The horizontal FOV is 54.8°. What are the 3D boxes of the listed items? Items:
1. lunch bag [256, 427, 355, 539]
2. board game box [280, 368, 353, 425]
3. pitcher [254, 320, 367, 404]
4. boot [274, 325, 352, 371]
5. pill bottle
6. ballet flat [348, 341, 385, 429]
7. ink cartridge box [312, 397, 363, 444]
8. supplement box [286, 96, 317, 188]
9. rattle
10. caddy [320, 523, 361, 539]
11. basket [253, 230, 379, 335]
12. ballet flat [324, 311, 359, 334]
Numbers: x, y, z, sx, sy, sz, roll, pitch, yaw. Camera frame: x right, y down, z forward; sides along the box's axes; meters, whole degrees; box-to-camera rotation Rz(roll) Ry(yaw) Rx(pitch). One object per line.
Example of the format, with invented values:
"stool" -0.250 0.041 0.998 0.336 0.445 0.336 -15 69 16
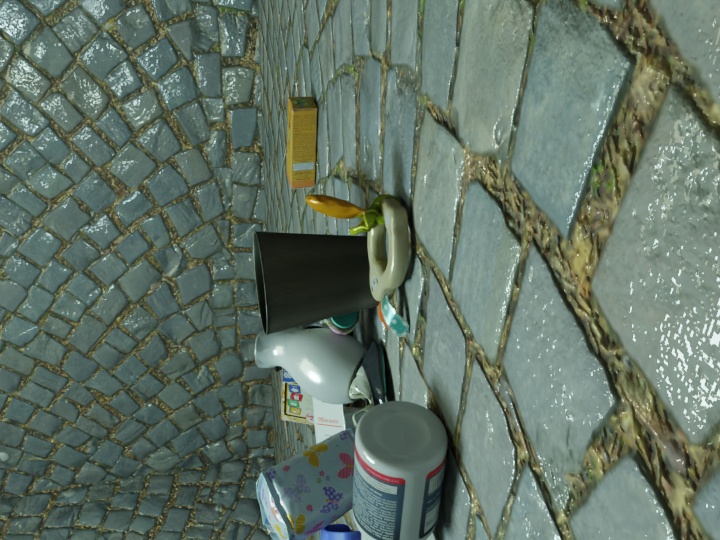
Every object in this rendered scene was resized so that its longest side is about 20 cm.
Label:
"lunch bag" -0.080 0.357 1.129 0.129 0.166 0.202 58 157 22
"board game box" -0.082 0.234 1.375 0.047 0.147 0.203 -80 -1 -46
"pitcher" -0.065 0.146 1.243 0.196 0.171 0.124 18 124 31
"boot" -0.099 0.181 1.414 0.074 0.157 0.204 -117 25 -62
"pill bottle" 0.047 0.285 0.903 0.120 0.116 0.205 -116 24 -56
"ballet flat" 0.017 0.216 1.123 0.073 0.071 0.206 116 147 -66
"ink cartridge box" -0.029 0.320 1.299 0.114 0.066 0.207 -11 84 55
"supplement box" -0.137 -0.296 1.615 0.067 0.067 0.204 -112 19 -48
"rattle" 0.000 0.000 0.978 0.130 0.140 0.206 35 126 49
"caddy" 0.005 0.466 1.117 0.200 0.137 0.108 125 143 -71
"basket" -0.068 0.009 1.127 0.138 0.194 0.183 100 159 -46
"ballet flat" -0.039 0.052 1.235 0.072 0.068 0.203 -53 24 37
